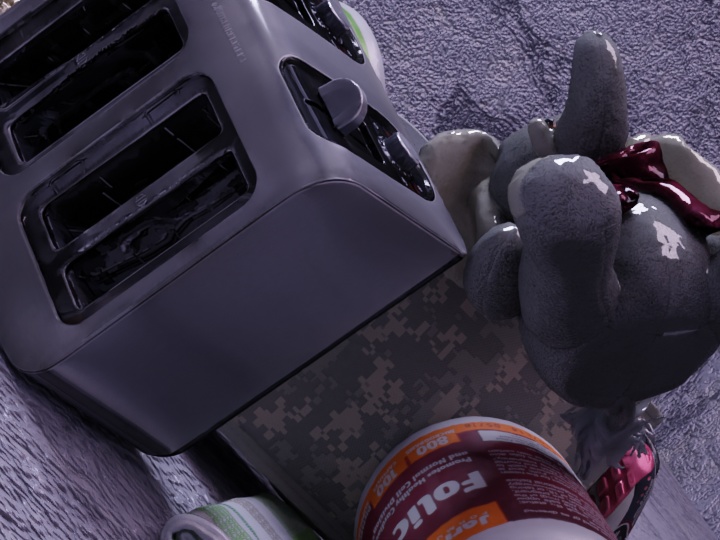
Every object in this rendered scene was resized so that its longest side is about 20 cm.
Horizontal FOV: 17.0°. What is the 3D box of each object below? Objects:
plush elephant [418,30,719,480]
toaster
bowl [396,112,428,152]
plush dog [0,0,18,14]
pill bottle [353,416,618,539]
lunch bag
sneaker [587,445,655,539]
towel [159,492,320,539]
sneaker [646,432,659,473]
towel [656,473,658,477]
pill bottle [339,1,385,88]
[{"bbox_3d":[0.108,-0.026,1.066,0.201,0.163,0.156,104,-26,-50],"label":"plush elephant"},{"bbox_3d":[-0.081,-0.039,1.030,0.119,0.199,0.182,38,22,-53],"label":"toaster"},{"bbox_3d":[-0.015,-0.003,1.504,0.200,0.090,0.202,28,49,-38],"label":"bowl"},{"bbox_3d":[-0.194,-0.190,1.075,0.200,0.171,0.160,53,7,7],"label":"plush dog"},{"bbox_3d":[0.064,0.147,1.043,0.114,0.114,0.200,49,3,-17],"label":"pill bottle"},{"bbox_3d":[0.016,0.050,1.176,0.200,0.164,0.118,46,-3,-20],"label":"lunch bag"},{"bbox_3d":[0.115,0.148,1.287,0.200,0.074,0.081,114,-24,-51],"label":"sneaker"},{"bbox_3d":[-0.015,0.156,1.037,0.150,0.031,0.200,53,6,6],"label":"towel"},{"bbox_3d":[0.122,0.116,1.341,0.083,0.077,0.201,18,-44,17],"label":"sneaker"},{"bbox_3d":[0.083,0.099,1.526,0.024,0.145,0.200,34,17,-54],"label":"towel"},{"bbox_3d":[-0.094,-0.099,1.282,0.199,0.111,0.111,2,40,-40],"label":"pill bottle"}]
